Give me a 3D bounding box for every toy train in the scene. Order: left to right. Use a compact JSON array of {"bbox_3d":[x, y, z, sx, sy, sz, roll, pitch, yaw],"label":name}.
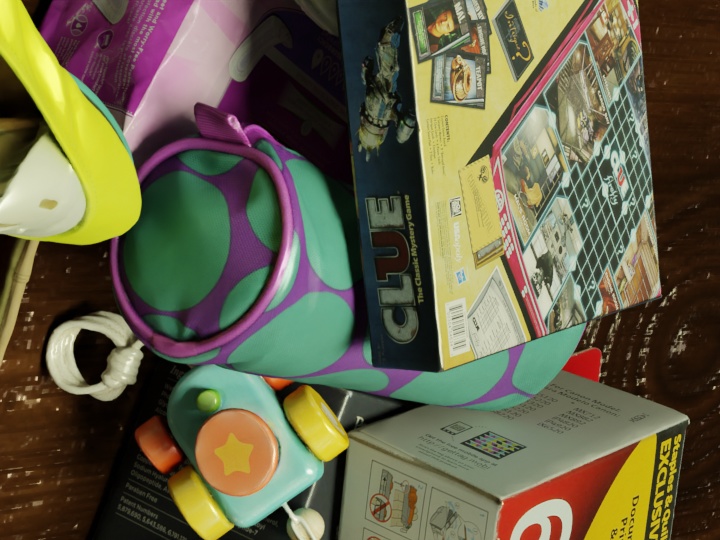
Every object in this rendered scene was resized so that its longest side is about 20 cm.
[{"bbox_3d":[-0.077,0.118,1.006,0.056,0.150,0.201,6,88,-84],"label":"toy train"}]

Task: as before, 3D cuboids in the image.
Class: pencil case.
[{"bbox_3d":[0.000,0.000,0.982,0.200,0.085,0.093,10,97,-52],"label":"pencil case"}]

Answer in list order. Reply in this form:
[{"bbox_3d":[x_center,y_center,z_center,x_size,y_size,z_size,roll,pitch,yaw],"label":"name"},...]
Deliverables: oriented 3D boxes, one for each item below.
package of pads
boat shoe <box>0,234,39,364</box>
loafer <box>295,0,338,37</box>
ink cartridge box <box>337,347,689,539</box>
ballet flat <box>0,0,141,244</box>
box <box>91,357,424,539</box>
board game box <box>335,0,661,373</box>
[{"bbox_3d":[-0.043,-0.064,1.027,0.200,0.076,0.121,37,77,-53],"label":"package of pads"},{"bbox_3d":[-0.166,0.045,0.932,0.074,0.066,0.201,4,104,-53],"label":"boat shoe"},{"bbox_3d":[0.028,-0.123,0.988,0.200,0.070,0.070,-7,80,-65],"label":"loafer"},{"bbox_3d":[0.070,0.150,1.098,0.175,0.084,0.201,-18,120,-47],"label":"ink cartridge box"},{"bbox_3d":[-0.125,-0.052,0.823,0.200,0.067,0.067,68,27,-51],"label":"ballet flat"},{"bbox_3d":[-0.019,0.135,1.136,0.200,0.104,0.183,18,92,-54],"label":"box"},{"bbox_3d":[0.050,-0.075,0.939,0.135,0.035,0.201,-15,103,-47],"label":"board game box"}]
